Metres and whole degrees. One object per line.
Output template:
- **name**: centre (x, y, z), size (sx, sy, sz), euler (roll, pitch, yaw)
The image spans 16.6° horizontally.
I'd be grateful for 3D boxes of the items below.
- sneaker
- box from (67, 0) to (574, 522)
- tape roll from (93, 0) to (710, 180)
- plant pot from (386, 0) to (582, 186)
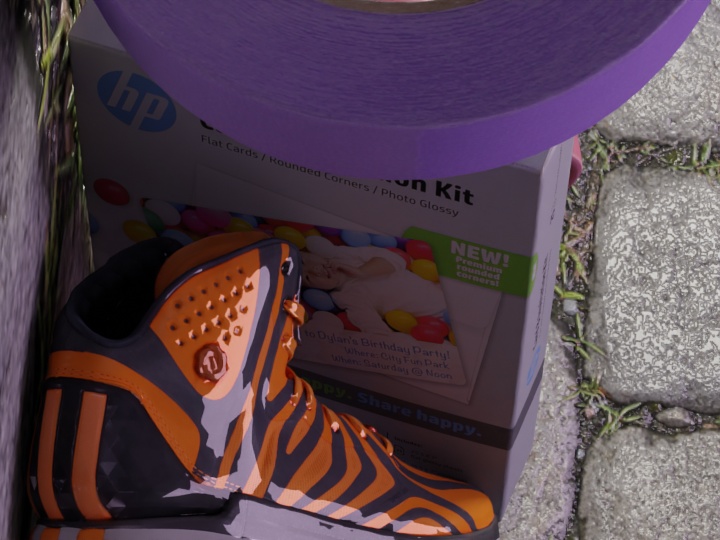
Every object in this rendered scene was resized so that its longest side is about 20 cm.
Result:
- **sneaker**: centre (-0.021, 0.045, 0.796), size (0.200, 0.078, 0.112), euler (10, 81, -51)
- **box**: centre (-0.013, -0.004, 0.828), size (0.200, 0.156, 0.041), euler (93, 17, -52)
- **tape roll**: centre (0.011, -0.129, 0.680), size (0.066, 0.200, 0.200), euler (87, 8, -80)
- **plant pot**: centre (0.025, -0.124, 1.553), size (0.200, 0.200, 0.179), euler (85, -7, -78)
